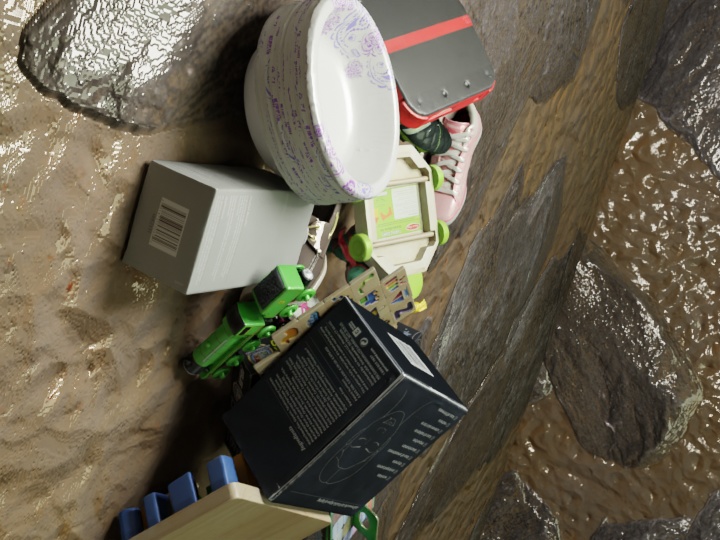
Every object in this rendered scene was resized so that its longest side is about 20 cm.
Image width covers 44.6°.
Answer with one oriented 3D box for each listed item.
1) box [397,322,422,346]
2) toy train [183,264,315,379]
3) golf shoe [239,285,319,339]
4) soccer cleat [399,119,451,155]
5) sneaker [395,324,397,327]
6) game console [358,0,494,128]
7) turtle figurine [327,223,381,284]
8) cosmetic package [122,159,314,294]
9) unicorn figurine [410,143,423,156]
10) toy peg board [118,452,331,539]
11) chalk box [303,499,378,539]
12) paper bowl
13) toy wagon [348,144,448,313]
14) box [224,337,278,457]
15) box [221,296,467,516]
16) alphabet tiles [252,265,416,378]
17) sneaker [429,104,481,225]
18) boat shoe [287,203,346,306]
[{"bbox_3d":[-0.006,0.174,1.318,0.200,0.113,0.134,-45,150,-41],"label":"box"},{"bbox_3d":[-0.122,0.058,0.932,0.056,0.042,0.200,0,146,-50],"label":"toy train"},{"bbox_3d":[-0.095,0.051,1.087,0.200,0.071,0.094,47,35,-60],"label":"golf shoe"},{"bbox_3d":[0.066,-0.209,1.105,0.081,0.068,0.199,-39,139,23],"label":"soccer cleat"},{"bbox_3d":[-0.007,0.119,1.219,0.071,0.110,0.204,52,35,-61],"label":"sneaker"},{"bbox_3d":[0.075,-0.273,1.057,0.199,0.031,0.179,-30,93,-44],"label":"game console"},{"bbox_3d":[0.000,0.000,1.129,0.100,0.151,0.200,-35,-175,22],"label":"turtle figurine"},{"bbox_3d":[-0.132,-0.045,0.880,0.199,0.089,0.109,-8,119,-68],"label":"cosmetic package"},{"bbox_3d":[0.041,-0.132,1.175,0.138,0.072,0.203,52,50,-56],"label":"unicorn figurine"},{"bbox_3d":[-0.171,0.268,0.992,0.198,0.099,0.199,-31,147,15],"label":"toy peg board"},{"bbox_3d":[-0.053,0.303,1.212,0.124,0.197,0.126,-43,147,-44],"label":"chalk box"},{"bbox_3d":[-0.043,-0.168,0.890,0.200,0.102,0.205,23,64,-62],"label":"paper bowl"},{"bbox_3d":[0.045,-0.048,1.072,0.153,0.039,0.205,-12,98,-44],"label":"toy wagon"},{"bbox_3d":[-0.082,0.147,1.082,0.158,0.044,0.202,-18,143,-29],"label":"box"},{"bbox_3d":[-0.013,0.162,0.995,0.197,0.124,0.200,-44,148,6],"label":"box"},{"bbox_3d":[-0.025,0.074,0.996,0.198,0.006,0.167,-34,149,-7],"label":"alphabet tiles"},{"bbox_3d":[0.137,-0.177,1.374,0.105,0.074,0.204,56,51,-68],"label":"sneaker"},{"bbox_3d":[-0.062,-0.050,1.019,0.060,0.070,0.202,92,16,-54],"label":"boat shoe"}]
